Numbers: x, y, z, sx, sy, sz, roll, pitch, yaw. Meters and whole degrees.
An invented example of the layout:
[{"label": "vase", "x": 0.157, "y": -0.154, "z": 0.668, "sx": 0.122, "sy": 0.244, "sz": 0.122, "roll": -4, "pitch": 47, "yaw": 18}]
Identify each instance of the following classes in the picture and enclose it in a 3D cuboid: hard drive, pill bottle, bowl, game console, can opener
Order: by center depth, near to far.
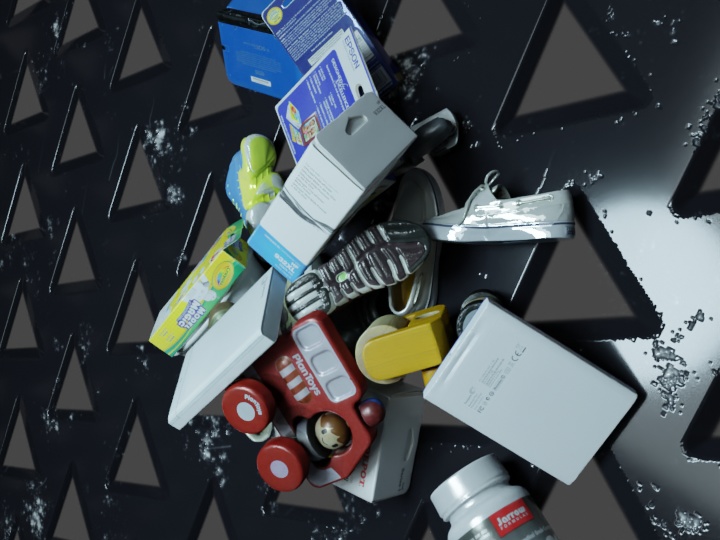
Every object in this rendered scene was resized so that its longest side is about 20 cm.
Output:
[{"label": "hard drive", "x": 0.187, "y": 0.137, "z": 0.862, "sx": 0.198, "sy": 0.025, "sz": 0.133, "roll": 31, "pitch": 105, "yaw": -6}, {"label": "pill bottle", "x": 0.171, "y": 0.323, "z": 0.888, "sx": 0.114, "sy": 0.113, "sz": 0.201, "roll": -46, "pitch": 61, "yaw": 26}, {"label": "hard drive", "x": -0.168, "y": 0.097, "z": 0.978, "sx": 0.200, "sy": 0.027, "sz": 0.133, "roll": -42, "pitch": 26, "yaw": 28}, {"label": "can opener", "x": 0.045, "y": -0.162, "z": 1.053, "sx": 0.198, "sy": 0.066, "sz": 0.054, "roll": -22, "pitch": 74, "yaw": 36}, {"label": "bowl", "x": -0.199, "y": 0.069, "z": 1.195, "sx": 0.201, "sy": 0.090, "sz": 0.202, "roll": -45, "pitch": 20, "yaw": 21}, {"label": "game console", "x": -0.124, "y": -0.381, "z": 1.237, "sx": 0.198, "sy": 0.118, "sz": 0.173, "roll": 25, "pitch": 133, "yaw": 37}]

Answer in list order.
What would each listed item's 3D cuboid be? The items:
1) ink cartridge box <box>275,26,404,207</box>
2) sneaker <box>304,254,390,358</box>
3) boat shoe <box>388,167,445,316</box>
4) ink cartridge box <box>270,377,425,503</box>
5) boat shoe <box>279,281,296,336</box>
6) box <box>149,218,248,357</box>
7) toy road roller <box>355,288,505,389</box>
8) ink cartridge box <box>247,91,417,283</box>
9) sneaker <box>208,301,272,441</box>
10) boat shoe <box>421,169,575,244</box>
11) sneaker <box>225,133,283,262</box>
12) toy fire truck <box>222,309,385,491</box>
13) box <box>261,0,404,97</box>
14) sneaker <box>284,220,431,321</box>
[{"label": "ink cartridge box", "x": -0.023, "y": -0.189, "z": 1.061, "sx": 0.199, "sy": 0.047, "sz": 0.201, "roll": -31, "pitch": 74, "yaw": 45}, {"label": "sneaker", "x": -0.014, "y": 0.035, "z": 1.096, "sx": 0.098, "sy": 0.071, "sz": 0.202, "roll": -29, "pitch": 53, "yaw": 11}, {"label": "boat shoe", "x": 0.064, "y": -0.038, "z": 1.028, "sx": 0.070, "sy": 0.069, "sz": 0.204, "roll": 3, "pitch": 89, "yaw": 39}, {"label": "ink cartridge box", "x": -0.022, "y": 0.210, "z": 1.070, "sx": 0.198, "sy": 0.083, "sz": 0.148, "roll": 14, "pitch": 96, "yaw": 38}, {"label": "boat shoe", "x": -0.107, "y": 0.008, "z": 1.162, "sx": 0.065, "sy": 0.071, "sz": 0.205, "roll": -13, "pitch": 83, "yaw": 32}, {"label": "box", "x": -0.226, "y": 0.019, "z": 1.136, "sx": 0.201, "sy": 0.048, "sz": 0.118, "roll": -51, "pitch": 16, "yaw": 11}, {"label": "toy road roller", "x": 0.104, "y": 0.116, "z": 0.932, "sx": 0.197, "sy": 0.123, "sz": 0.149, "roll": -15, "pitch": 93, "yaw": 12}, {"label": "ink cartridge box", "x": -0.036, "y": -0.099, "z": 0.947, "sx": 0.084, "sy": 0.145, "sz": 0.200, "roll": 41, "pitch": 136, "yaw": 0}, {"label": "sneaker", "x": -0.160, "y": 0.149, "z": 1.084, "sx": 0.090, "sy": 0.066, "sz": 0.203, "roll": -128, "pitch": 23, "yaw": -65}, {"label": "boat shoe", "x": 0.164, "y": -0.077, "z": 0.949, "sx": 0.199, "sy": 0.074, "sz": 0.088, "roll": -1, "pitch": 86, "yaw": 36}, {"label": "sneaker", "x": -0.165, "y": -0.107, "z": 1.229, "sx": 0.104, "sy": 0.075, "sz": 0.204, "roll": -16, "pitch": 76, "yaw": 55}, {"label": "toy fire truck", "x": -0.059, "y": 0.167, "z": 0.955, "sx": 0.167, "sy": 0.112, "sz": 0.202, "roll": -28, "pitch": 96, "yaw": 29}, {"label": "box", "x": -0.041, "y": -0.319, "z": 1.101, "sx": 0.120, "sy": 0.032, "sz": 0.201, "roll": -32, "pitch": 98, "yaw": 32}, {"label": "sneaker", "x": 0.000, "y": 0.000, "z": 0.997, "sx": 0.198, "sy": 0.115, "sz": 0.077, "roll": -26, "pitch": 84, "yaw": 6}]
